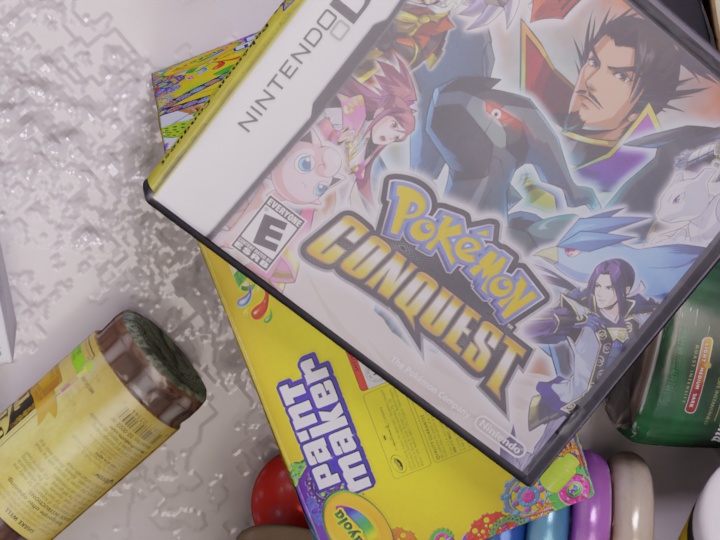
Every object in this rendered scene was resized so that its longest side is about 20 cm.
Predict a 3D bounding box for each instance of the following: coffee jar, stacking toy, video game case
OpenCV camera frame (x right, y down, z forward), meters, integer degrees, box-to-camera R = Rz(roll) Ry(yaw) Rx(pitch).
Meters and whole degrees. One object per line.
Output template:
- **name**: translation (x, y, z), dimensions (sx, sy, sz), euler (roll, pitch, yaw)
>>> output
- **coffee jar**: translation (0.227, 0.044, 0.984), dimensions (0.198, 0.085, 0.105), euler (8, 107, -10)
- **stacking toy**: translation (0.044, 0.124, 0.996), dimensions (0.198, 0.085, 0.086), euler (6, 106, -2)
- **video game case**: translation (0.047, -0.042, 0.764), dimensions (0.199, 0.026, 0.181), euler (37, 98, -16)

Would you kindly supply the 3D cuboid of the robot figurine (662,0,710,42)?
- **robot figurine**: translation (0.084, -0.116, 0.874), dimensions (0.150, 0.125, 0.201), euler (-33, 119, -14)

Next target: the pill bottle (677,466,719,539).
- **pill bottle**: translation (0.193, 0.189, 0.981), dimensions (0.110, 0.112, 0.201), euler (6, 135, -9)

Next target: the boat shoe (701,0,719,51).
- **boat shoe**: translation (0.201, -0.095, 0.913), dimensions (0.064, 0.072, 0.201), euler (-19, 126, 14)

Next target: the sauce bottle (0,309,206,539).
- **sauce bottle**: translation (-0.166, 0.104, 0.962), dimensions (0.200, 0.065, 0.065), euler (-41, 108, 4)

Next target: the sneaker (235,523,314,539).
- **sneaker**: translation (0.024, 0.186, 0.958), dimensions (0.198, 0.070, 0.076), euler (18, 64, -13)

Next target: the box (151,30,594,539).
- **box**: translation (0.000, 0.000, 0.884), dimensions (0.121, 0.193, 0.202), euler (-21, 108, -1)

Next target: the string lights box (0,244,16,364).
- **string lights box**: translation (-0.268, 0.005, 0.921), dimensions (0.198, 0.059, 0.104), euler (-9, 108, -4)
